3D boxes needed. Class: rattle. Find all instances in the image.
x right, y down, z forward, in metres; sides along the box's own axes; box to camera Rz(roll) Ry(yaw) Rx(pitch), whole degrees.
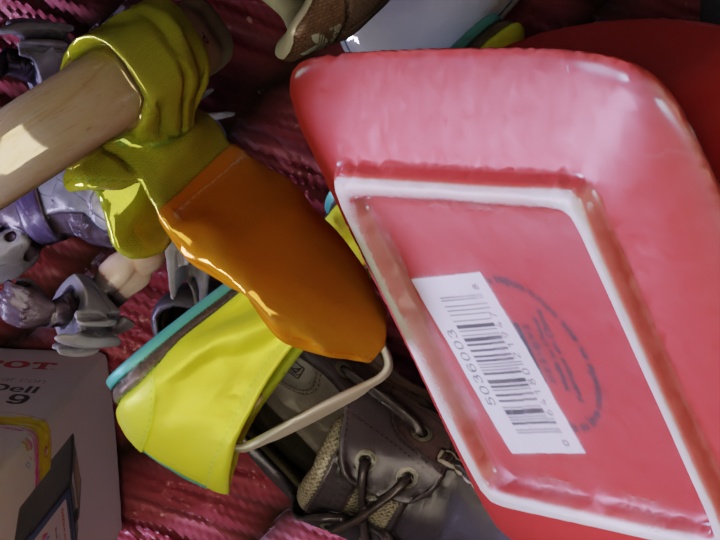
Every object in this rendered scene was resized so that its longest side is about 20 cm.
[{"bbox_3d":[-0.110,0.003,0.908,0.200,0.130,0.143,-34,111,13],"label":"rattle"}]

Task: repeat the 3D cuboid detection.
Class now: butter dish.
[{"bbox_3d":[0.102,-0.009,0.850,0.199,0.148,0.200,5,127,55],"label":"butter dish"}]

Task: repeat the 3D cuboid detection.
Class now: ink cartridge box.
[{"bbox_3d":[-0.188,0.098,0.989,0.145,0.200,0.088,3,107,13],"label":"ink cartridge box"}]

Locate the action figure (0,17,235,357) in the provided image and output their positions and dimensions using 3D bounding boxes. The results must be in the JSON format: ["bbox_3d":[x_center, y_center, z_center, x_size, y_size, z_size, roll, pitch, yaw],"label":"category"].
[{"bbox_3d":[-0.132,-0.020,0.985,0.200,0.069,0.130,-21,60,20],"label":"action figure"}]

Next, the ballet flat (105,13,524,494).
[{"bbox_3d":[0.000,0.000,0.934,0.200,0.067,0.067,-44,83,0],"label":"ballet flat"}]

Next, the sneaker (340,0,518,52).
[{"bbox_3d":[0.046,-0.146,0.912,0.073,0.071,0.200,31,114,0],"label":"sneaker"}]

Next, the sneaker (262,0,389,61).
[{"bbox_3d":[-0.072,-0.149,0.882,0.200,0.076,0.070,34,147,3],"label":"sneaker"}]

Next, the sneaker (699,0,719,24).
[{"bbox_3d":[0.187,-0.054,0.918,0.080,0.086,0.201,-21,87,52],"label":"sneaker"}]

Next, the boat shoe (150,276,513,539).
[{"bbox_3d":[0.001,0.069,0.974,0.200,0.065,0.072,44,126,20],"label":"boat shoe"}]
